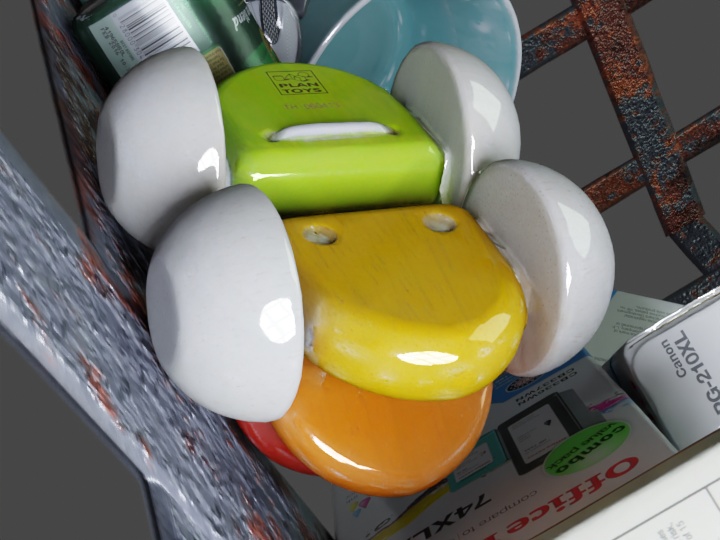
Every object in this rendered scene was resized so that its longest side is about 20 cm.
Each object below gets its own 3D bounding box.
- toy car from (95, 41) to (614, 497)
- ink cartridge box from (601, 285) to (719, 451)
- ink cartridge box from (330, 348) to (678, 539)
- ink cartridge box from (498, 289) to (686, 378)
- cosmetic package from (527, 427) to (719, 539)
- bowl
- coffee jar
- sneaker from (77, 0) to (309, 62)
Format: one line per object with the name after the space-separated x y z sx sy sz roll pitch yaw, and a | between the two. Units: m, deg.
-0.010 0.002 0.534 0.201 0.174 0.151 -118 -149 -42 | toy car
0.188 0.086 0.636 0.145 0.084 0.200 60 2 10 | ink cartridge box
0.085 0.145 0.570 0.147 0.146 0.200 59 2 -10 | ink cartridge box
0.146 0.113 0.810 0.085 0.145 0.201 114 -15 -51 | ink cartridge box
0.091 0.120 0.405 0.104 0.199 0.087 61 2 11 | cosmetic package
0.003 -0.134 0.914 0.105 0.201 0.201 40 -10 39 | bowl
-0.068 -0.071 0.711 0.201 0.085 0.104 59 3 -17 | coffee jar
-0.084 -0.164 0.778 0.201 0.139 0.078 59 3 -17 | sneaker
